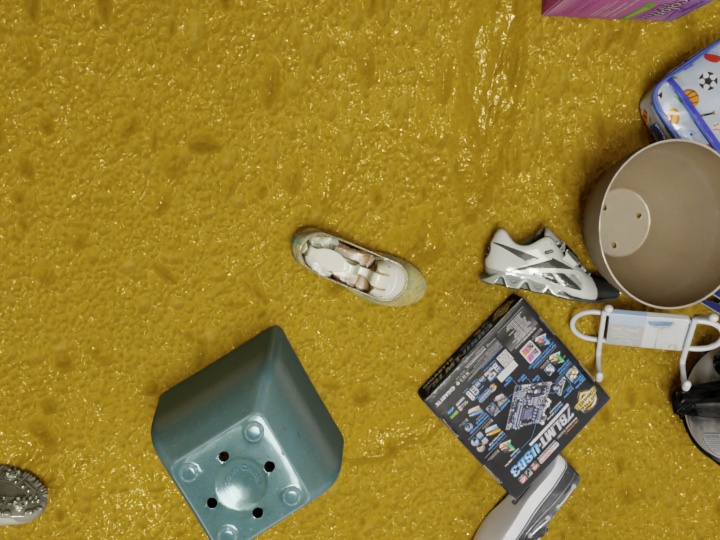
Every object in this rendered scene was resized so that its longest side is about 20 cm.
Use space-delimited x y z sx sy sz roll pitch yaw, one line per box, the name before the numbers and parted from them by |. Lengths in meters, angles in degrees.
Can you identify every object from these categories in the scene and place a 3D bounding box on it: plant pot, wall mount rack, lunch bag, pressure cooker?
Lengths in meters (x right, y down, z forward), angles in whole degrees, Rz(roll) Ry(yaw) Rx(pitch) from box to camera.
plant pot | -0.138 0.217 0.737 0.193 0.200 0.199 -30 98 -2
wall mount rack | 0.376 0.084 0.792 0.195 0.076 0.176 3 137 19
plant pot | 0.375 -0.061 0.802 0.194 0.134 0.206 -1 95 -6
lunch bag | 0.482 -0.190 0.816 0.158 0.076 0.202 -33 85 1
pressure cooker | 0.536 0.186 0.816 0.196 0.180 0.178 17 119 -18

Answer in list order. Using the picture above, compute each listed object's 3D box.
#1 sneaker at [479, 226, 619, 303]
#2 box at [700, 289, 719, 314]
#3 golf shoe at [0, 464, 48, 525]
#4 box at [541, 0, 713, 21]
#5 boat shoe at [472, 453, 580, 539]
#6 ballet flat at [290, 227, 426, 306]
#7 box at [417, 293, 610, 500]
sneaker | 0.266 -0.010 0.825 0.195 0.074 0.091 11 96 -8
box | 0.530 -0.043 0.872 0.119 0.032 0.203 28 89 -8
golf shoe | -0.499 0.307 0.780 0.194 0.079 0.100 8 112 -1
box | 0.345 -0.431 0.783 0.194 0.097 0.181 -1 95 -6
boat shoe | 0.235 0.352 0.861 0.068 0.072 0.201 41 83 -7
ballet flat | 0.000 0.000 0.800 0.196 0.071 0.072 23 93 -8
box | 0.214 0.175 0.849 0.200 0.050 0.199 -45 99 -1
